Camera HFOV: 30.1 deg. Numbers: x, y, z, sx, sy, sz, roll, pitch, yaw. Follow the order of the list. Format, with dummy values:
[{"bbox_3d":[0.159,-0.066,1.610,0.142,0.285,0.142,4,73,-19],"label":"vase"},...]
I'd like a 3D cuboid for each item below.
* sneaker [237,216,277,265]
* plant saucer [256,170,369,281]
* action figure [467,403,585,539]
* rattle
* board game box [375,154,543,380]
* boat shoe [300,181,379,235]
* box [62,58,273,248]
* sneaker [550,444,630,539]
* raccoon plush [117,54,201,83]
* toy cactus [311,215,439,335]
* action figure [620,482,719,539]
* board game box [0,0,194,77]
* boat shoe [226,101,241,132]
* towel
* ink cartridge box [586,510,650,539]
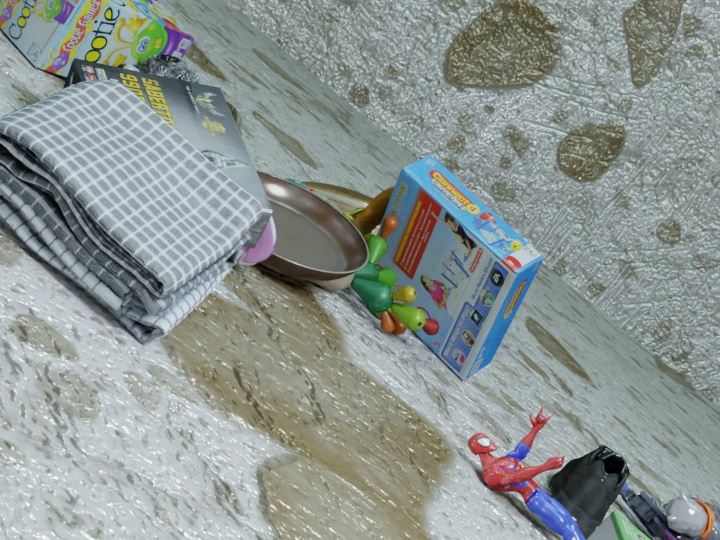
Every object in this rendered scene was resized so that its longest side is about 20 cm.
[{"bbox_3d":[-0.159,-0.085,1.372,0.200,0.081,0.088,41,7,9],"label":"sneaker"},{"bbox_3d":[-0.085,-0.046,1.477,0.198,0.032,0.201,23,25,-11],"label":"plant saucer"},{"bbox_3d":[0.200,0.216,1.341,0.199,0.099,0.065,39,9,9],"label":"action figure"},{"bbox_3d":[-0.030,-0.105,1.750,0.129,0.144,0.201,14,27,-23],"label":"rattle"},{"bbox_3d":[0.107,-0.002,1.639,0.056,0.201,0.196,-27,62,-38],"label":"board game box"},{"bbox_3d":[-0.001,-0.069,1.871,0.198,0.070,0.074,19,12,5],"label":"boat shoe"},{"bbox_3d":[-0.184,-0.110,1.247,0.157,0.049,0.201,8,38,-30],"label":"box"},{"bbox_3d":[0.260,0.235,1.476,0.076,0.091,0.200,38,9,5],"label":"sneaker"},{"bbox_3d":[-0.204,-0.164,1.522,0.199,0.097,0.134,36,19,-20],"label":"raccoon plush"},{"bbox_3d":[0.000,0.000,1.574,0.164,0.102,0.201,8,41,-52],"label":"toy cactus"},{"bbox_3d":[0.411,0.312,1.658,0.200,0.105,0.193,51,5,36],"label":"action figure"},{"bbox_3d":[-0.307,-0.281,1.551,0.103,0.105,0.199,45,17,26],"label":"board game box"},{"bbox_3d":[-0.230,-0.203,1.668,0.199,0.072,0.068,35,-24,19],"label":"boat shoe"},{"bbox_3d":[-0.186,-0.056,1.042,0.200,0.086,0.166,41,28,2],"label":"towel"},{"bbox_3d":[0.283,0.328,1.188,0.199,0.084,0.145,39,11,-6],"label":"ink cartridge box"}]
